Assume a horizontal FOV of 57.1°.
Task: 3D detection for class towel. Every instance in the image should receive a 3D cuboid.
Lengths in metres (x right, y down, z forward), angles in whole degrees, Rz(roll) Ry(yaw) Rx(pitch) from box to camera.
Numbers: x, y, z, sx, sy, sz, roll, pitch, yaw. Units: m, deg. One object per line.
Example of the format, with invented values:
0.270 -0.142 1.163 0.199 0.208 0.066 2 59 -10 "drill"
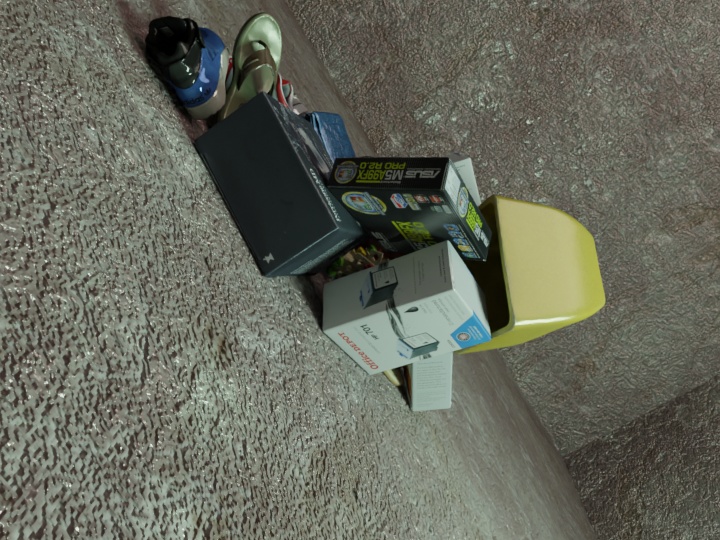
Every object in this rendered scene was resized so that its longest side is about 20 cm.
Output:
-0.034 -0.149 1.038 0.111 0.048 0.204 -16 87 -59 "towel"

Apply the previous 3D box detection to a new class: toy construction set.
0.000 0.000 1.110 0.132 0.091 0.200 55 -1 8 "toy construction set"

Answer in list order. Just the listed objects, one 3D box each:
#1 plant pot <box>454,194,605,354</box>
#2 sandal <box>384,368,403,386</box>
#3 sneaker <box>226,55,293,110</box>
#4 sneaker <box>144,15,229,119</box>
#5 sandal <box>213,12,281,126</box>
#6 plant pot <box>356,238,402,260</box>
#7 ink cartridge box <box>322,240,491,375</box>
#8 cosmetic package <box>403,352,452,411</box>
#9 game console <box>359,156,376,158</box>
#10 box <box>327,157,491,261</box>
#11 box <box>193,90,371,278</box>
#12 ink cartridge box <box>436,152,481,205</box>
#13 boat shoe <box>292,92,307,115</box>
0.261 0.014 1.033 0.194 0.196 0.200 136 -47 -65 "plant pot"
0.040 0.098 1.078 0.213 0.069 0.078 55 12 -23 "sandal"
-0.177 -0.303 1.035 0.202 0.111 0.071 60 11 3 "sneaker"
-0.231 -0.301 0.882 0.112 0.075 0.202 61 13 -46 "sneaker"
-0.147 -0.265 0.940 0.079 0.057 0.205 25 74 -48 "sandal"
0.061 -0.063 1.318 0.201 0.198 0.198 48 24 -42 "plant pot"
0.064 0.058 0.929 0.147 0.197 0.087 47 31 -44 "ink cartridge box"
0.111 0.121 1.104 0.102 0.070 0.204 -100 -173 -62 "cosmetic package"
0.010 -0.141 1.212 0.200 0.175 0.031 40 -41 37 "game console"
0.070 -0.077 0.867 0.200 0.157 0.045 45 56 -55 "box"
-0.094 -0.105 0.892 0.199 0.116 0.200 61 12 6 "box"
0.176 -0.107 1.237 0.145 0.083 0.204 -102 177 -76 "ink cartridge box"
-0.133 -0.283 1.153 0.066 0.072 0.200 50 12 -14 "boat shoe"
